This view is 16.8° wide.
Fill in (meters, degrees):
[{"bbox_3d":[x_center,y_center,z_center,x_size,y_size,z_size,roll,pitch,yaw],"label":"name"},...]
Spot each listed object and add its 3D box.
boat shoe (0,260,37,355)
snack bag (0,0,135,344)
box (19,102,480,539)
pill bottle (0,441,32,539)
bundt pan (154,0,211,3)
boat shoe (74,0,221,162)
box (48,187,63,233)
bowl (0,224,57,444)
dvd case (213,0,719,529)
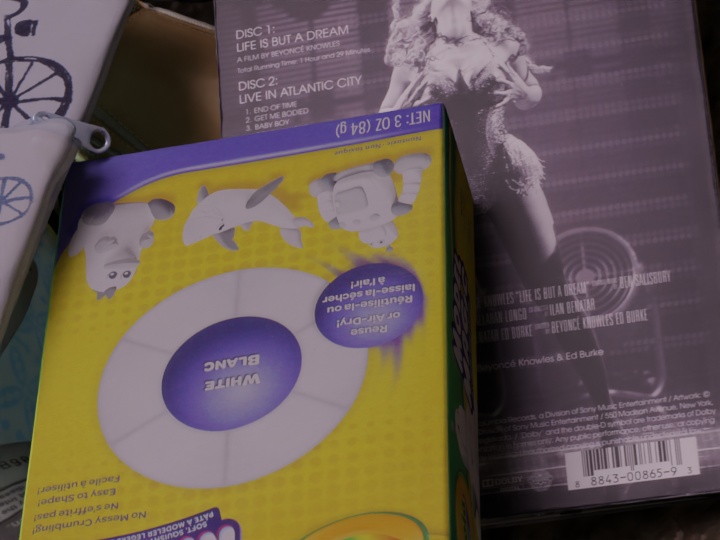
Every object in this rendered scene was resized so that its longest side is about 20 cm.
[{"bbox_3d":[-0.183,0.056,0.708,0.202,0.086,0.075,-55,26,-6],"label":"boat shoe"},{"bbox_3d":[-0.165,-0.039,0.712,0.188,0.021,0.201,4,51,17],"label":"snack bag"},{"bbox_3d":[-0.028,0.048,0.640,0.117,0.048,0.201,-9,49,10],"label":"box"},{"bbox_3d":[-0.058,0.137,0.687,0.200,0.114,0.114,30,82,47],"label":"pill bottle"},{"bbox_3d":[-0.023,-0.163,0.830,0.202,0.202,0.076,-39,82,11],"label":"bundt pan"},{"bbox_3d":[-0.065,-0.056,0.800,0.200,0.076,0.072,20,72,42],"label":"boat shoe"},{"bbox_3d":[-0.165,-0.104,0.902,0.049,0.160,0.200,-20,47,6],"label":"box"},{"bbox_3d":[-0.187,0.044,0.806,0.200,0.200,0.108,-53,14,-5],"label":"bowl"},{"bbox_3d":[0.032,-0.022,0.721,0.148,0.016,0.201,-8,71,11],"label":"dvd case"}]
